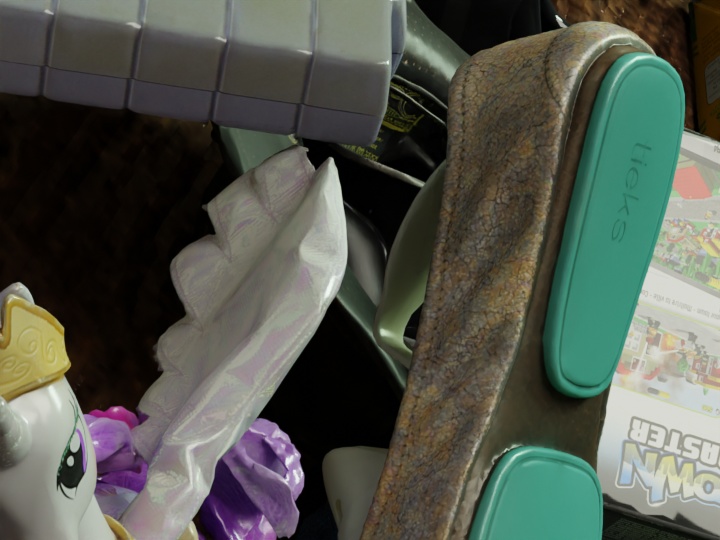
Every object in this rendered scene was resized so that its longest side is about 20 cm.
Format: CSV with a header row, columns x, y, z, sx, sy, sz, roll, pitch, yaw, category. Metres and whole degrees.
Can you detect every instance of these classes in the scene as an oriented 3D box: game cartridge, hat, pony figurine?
x,y,z,sx,sy,sz,roll,pitch,yaw,category
-0.052,-0.104,0.722,0.129,0.039,0.201,12,36,-8,game cartridge
0.000,0.000,0.794,0.200,0.081,0.201,38,30,-27,hat
-0.056,0.065,0.589,0.193,0.166,0.201,-120,-172,-69,pony figurine

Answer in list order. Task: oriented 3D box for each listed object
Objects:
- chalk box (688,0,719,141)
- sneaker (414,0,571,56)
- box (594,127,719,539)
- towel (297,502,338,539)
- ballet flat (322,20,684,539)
x,y,z,sx,sy,sz,roll,pitch,yaw,category
0.248,-0.055,1.118,0.200,0.125,0.124,33,36,-25,chalk box
0.024,-0.110,0.906,0.200,0.083,0.072,46,27,-26,sneaker
0.149,0.041,0.730,0.199,0.035,0.111,18,70,-6,box
0.065,0.140,0.752,0.199,0.048,0.112,30,37,-30,towel
0.029,0.036,0.668,0.068,0.067,0.201,28,75,-51,ballet flat
